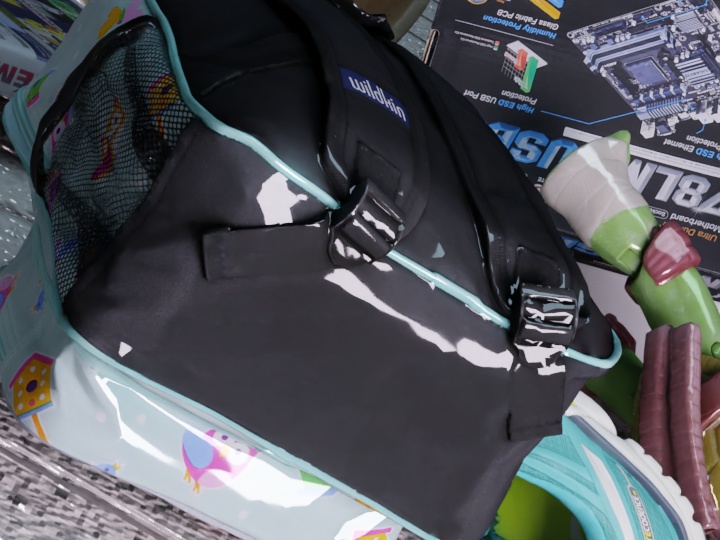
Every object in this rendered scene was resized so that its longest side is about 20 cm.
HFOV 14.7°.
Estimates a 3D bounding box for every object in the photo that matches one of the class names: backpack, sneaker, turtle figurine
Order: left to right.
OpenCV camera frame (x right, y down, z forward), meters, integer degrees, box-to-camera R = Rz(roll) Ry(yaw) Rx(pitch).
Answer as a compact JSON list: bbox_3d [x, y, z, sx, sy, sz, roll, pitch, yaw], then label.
[{"bbox_3d":[-0.030,-0.010,0.887,0.175,0.154,0.200,26,26,-28],"label":"backpack"},{"bbox_3d":[0.035,0.056,0.972,0.200,0.078,0.079,39,26,22],"label":"sneaker"},{"bbox_3d":[0.155,0.038,1.099,0.194,0.200,0.144,47,-17,21],"label":"turtle figurine"}]

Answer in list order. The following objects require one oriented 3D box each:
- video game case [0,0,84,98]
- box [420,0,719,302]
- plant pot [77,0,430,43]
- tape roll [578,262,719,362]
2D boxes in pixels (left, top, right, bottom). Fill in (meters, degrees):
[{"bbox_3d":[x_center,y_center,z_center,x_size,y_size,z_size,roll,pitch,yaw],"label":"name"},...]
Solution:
[{"bbox_3d":[-0.168,-0.110,1.126,0.182,0.023,0.200,19,13,-40],"label":"video game case"},{"bbox_3d":[0.131,-0.096,1.185,0.199,0.200,0.050,15,-12,8],"label":"box"},{"bbox_3d":[-0.072,-0.193,1.336,0.200,0.201,0.183,26,5,-21],"label":"plant pot"},{"bbox_3d":[0.155,-0.044,1.286,0.201,0.071,0.203,-7,36,5],"label":"tape roll"}]
